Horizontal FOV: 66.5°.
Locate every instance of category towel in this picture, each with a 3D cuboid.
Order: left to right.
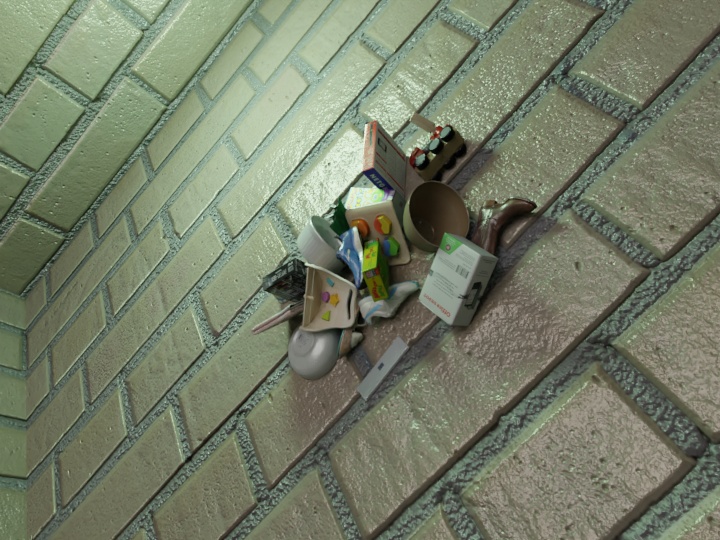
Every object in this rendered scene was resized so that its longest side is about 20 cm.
[{"bbox_3d":[-0.234,0.140,1.787,0.188,0.198,0.033,-30,85,31],"label":"towel"}]

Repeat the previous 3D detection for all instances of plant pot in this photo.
[{"bbox_3d":[0.201,-0.136,1.602,0.134,0.194,0.207,136,146,-61],"label":"plant pot"}]

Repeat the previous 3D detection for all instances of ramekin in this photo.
[{"bbox_3d":[-0.117,-0.076,1.808,0.098,0.198,0.203,-45,47,18],"label":"ramekin"}]

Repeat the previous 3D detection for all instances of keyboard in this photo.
[{"bbox_3d":[0.064,0.284,1.593,0.202,0.011,0.056,-52,41,5],"label":"keyboard"}]

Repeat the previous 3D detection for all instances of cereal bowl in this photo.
[{"bbox_3d":[-0.159,0.237,1.749,0.195,0.083,0.206,-18,57,31],"label":"cereal bowl"}]

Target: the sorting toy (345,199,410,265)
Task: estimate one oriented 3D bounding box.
[{"bbox_3d":[0.050,-0.106,1.705,0.181,0.205,0.036,-6,23,37],"label":"sorting toy"}]

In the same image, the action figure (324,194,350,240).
[{"bbox_3d":[-0.050,-0.132,1.776,0.053,0.201,0.121,4,58,31],"label":"action figure"}]

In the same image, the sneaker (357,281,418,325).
[{"bbox_3d":[0.091,0.092,1.636,0.196,0.076,0.083,-27,77,18],"label":"sneaker"}]

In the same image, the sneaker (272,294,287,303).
[{"bbox_3d":[-0.240,0.042,1.918,0.197,0.086,0.077,-32,48,20],"label":"sneaker"}]

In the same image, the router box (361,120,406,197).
[{"bbox_3d":[0.079,-0.350,1.785,0.048,0.199,0.185,-12,59,31],"label":"router box"}]

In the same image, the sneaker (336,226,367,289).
[{"bbox_3d":[-0.024,-0.030,1.660,0.087,0.079,0.205,-19,60,10],"label":"sneaker"}]

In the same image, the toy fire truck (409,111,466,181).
[{"bbox_3d":[0.217,-0.409,1.771,0.176,0.128,0.201,-46,35,10],"label":"toy fire truck"}]

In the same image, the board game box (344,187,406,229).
[{"bbox_3d":[0.049,-0.197,1.794,0.196,0.104,0.106,11,73,42],"label":"board game box"}]

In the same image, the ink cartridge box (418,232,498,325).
[{"bbox_3d":[0.259,0.025,1.477,0.145,0.082,0.205,39,114,45],"label":"ink cartridge box"}]

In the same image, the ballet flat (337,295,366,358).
[{"bbox_3d":[-0.019,0.174,1.684,0.065,0.068,0.206,10,74,12],"label":"ballet flat"}]

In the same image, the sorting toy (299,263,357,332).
[{"bbox_3d":[-0.086,0.092,1.677,0.176,0.105,0.208,11,99,36],"label":"sorting toy"}]

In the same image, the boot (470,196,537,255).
[{"bbox_3d":[0.378,-0.095,1.497,0.184,0.063,0.205,0,63,53],"label":"boot"}]

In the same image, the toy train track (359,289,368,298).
[{"bbox_3d":[0.000,0.000,1.716,0.032,0.115,0.204,-29,45,15],"label":"toy train track"}]

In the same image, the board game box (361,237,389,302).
[{"bbox_3d":[0.046,-0.006,1.619,0.046,0.104,0.202,-18,24,12],"label":"board game box"}]

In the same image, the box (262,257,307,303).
[{"bbox_3d":[-0.199,0.042,1.797,0.155,0.198,0.051,-28,57,30],"label":"box"}]
